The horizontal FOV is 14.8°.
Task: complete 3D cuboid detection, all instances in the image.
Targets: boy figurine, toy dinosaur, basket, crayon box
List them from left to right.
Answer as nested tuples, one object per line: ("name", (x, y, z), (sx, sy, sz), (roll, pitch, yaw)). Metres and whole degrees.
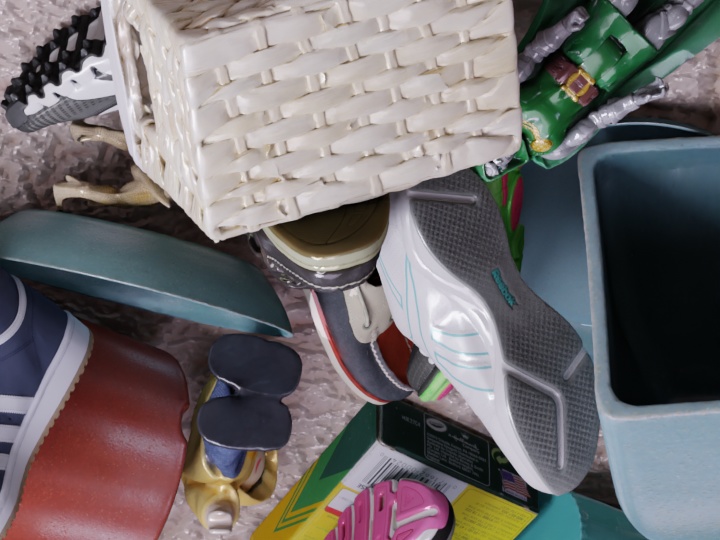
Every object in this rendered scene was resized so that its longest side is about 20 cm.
("toy dinosaur", (-0.119, -0.056, 1.578), (0.100, 0.059, 0.200), (7, 176, 11))
("boy figurine", (-0.077, 0.107, 1.714), (0.064, 0.125, 0.200), (10, 159, -1))
("basket", (-0.021, -0.115, 1.453), (0.199, 0.123, 0.136), (-17, 123, -16))
("crayon box", (0.011, 0.177, 1.834), (0.126, 0.051, 0.200), (25, 128, -21))

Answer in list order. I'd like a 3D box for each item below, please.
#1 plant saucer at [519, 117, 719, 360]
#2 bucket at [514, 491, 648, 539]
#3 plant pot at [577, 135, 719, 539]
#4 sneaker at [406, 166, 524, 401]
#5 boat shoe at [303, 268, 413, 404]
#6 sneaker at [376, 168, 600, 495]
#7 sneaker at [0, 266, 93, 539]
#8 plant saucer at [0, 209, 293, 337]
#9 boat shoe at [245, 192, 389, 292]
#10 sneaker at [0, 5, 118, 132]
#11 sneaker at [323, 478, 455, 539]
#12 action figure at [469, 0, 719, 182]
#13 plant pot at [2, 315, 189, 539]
("plant saucer", (0.159, -0.020, 1.668), (0.198, 0.028, 0.201), (0, 133, 0))
("bucket", (0.148, 0.248, 1.805), (0.134, 0.208, 0.207), (27, 128, -17))
("plant pot", (0.230, 0.060, 1.600), (0.195, 0.197, 0.201), (-4, 140, 4))
("sneaker", (0.048, -0.022, 1.612), (0.083, 0.077, 0.202), (14, 111, 22))
("boat shoe", (0.000, 0.000, 1.659), (0.062, 0.071, 0.201), (-13, 125, 18))
("sneaker", (0.067, 0.034, 1.547), (0.080, 0.070, 0.201), (-21, 98, 54))
("sneaker", (-0.229, 0.080, 1.519), (0.070, 0.201, 0.108), (-15, 130, 43))
("plant saucer", (-0.131, -0.001, 1.619), (0.198, 0.036, 0.200), (13, 175, 1))
("boat shoe", (-0.025, -0.023, 1.507), (0.071, 0.201, 0.066), (-10, 112, -11))
("sneaker", (-0.108, -0.114, 1.549), (0.199, 0.067, 0.091), (-28, 118, 22))
("sneaker", (0.017, 0.203, 1.777), (0.087, 0.074, 0.200), (24, 134, -19))
("action figure", (0.133, -0.122, 1.516), (0.118, 0.055, 0.200), (41, 101, -18))
("plant pot", (-0.219, 0.096, 1.679), (0.194, 0.202, 0.201), (16, 132, -26))
